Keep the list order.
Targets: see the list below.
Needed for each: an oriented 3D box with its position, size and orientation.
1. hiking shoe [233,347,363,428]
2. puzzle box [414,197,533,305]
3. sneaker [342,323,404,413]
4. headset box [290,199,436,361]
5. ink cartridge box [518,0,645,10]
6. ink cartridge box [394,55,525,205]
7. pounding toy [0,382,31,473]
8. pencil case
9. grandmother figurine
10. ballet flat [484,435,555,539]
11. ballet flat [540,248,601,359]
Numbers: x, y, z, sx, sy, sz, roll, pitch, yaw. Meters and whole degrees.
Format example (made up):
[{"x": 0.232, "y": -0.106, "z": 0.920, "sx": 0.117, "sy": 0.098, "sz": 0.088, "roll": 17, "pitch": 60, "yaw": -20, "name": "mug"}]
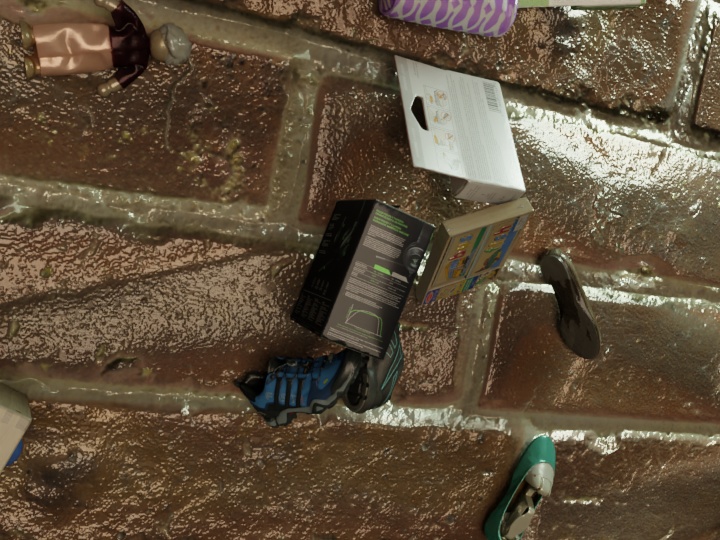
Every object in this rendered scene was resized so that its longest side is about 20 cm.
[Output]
[{"x": -0.085, "y": 0.150, "z": 1.074, "sx": 0.200, "sy": 0.074, "sz": 0.087, "roll": -33, "pitch": 114, "yaw": 32, "name": "hiking shoe"}, {"x": 0.157, "y": -0.023, "z": 1.134, "sx": 0.133, "sy": 0.200, "sz": 0.025, "roll": -17, "pitch": 64, "yaw": -16, "name": "puzzle box"}, {"x": 0.025, "y": 0.110, "z": 1.171, "sx": 0.079, "sy": 0.075, "sz": 0.201, "roll": 8, "pitch": 97, "yaw": -44, "name": "sneaker"}, {"x": 0.000, "y": 0.000, "z": 1.065, "sx": 0.093, "sy": 0.174, "sz": 0.200, "roll": 22, "pitch": 86, "yaw": -18, "name": "headset box"}, {"x": 0.323, "y": -0.463, "z": 1.180, "sx": 0.199, "sy": 0.048, "sz": 0.146, "roll": -3, "pitch": 101, "yaw": -4, "name": "ink cartridge box"}, {"x": 0.127, "y": -0.192, "z": 1.093, "sx": 0.176, "sy": 0.045, "sz": 0.200, "roll": 8, "pitch": 57, "yaw": -23, "name": "ink cartridge box"}, {"x": -0.474, "y": 0.236, "z": 0.946, "sx": 0.142, "sy": 0.184, "sz": 0.200, "roll": 32, "pitch": 79, "yaw": -22, "name": "pounding toy"}, {"x": 0.120, "y": -0.380, "z": 1.102, "sx": 0.199, "sy": 0.084, "sz": 0.086, "roll": 6, "pitch": 75, "yaw": -23, "name": "pencil case"}, {"x": -0.306, "y": -0.276, "z": 0.971, "sx": 0.199, "sy": 0.061, "sz": 0.122, "roll": -7, "pitch": 130, "yaw": -22, "name": "grandmother figurine"}, {"x": 0.276, "y": 0.370, "z": 1.304, "sx": 0.067, "sy": 0.070, "sz": 0.200, "roll": 32, "pitch": 88, "yaw": -23, "name": "ballet flat"}, {"x": 0.343, "y": 0.052, "z": 1.282, "sx": 0.046, "sy": 0.067, "sz": 0.200, "roll": -42, "pitch": 112, "yaw": -44, "name": "ballet flat"}]
